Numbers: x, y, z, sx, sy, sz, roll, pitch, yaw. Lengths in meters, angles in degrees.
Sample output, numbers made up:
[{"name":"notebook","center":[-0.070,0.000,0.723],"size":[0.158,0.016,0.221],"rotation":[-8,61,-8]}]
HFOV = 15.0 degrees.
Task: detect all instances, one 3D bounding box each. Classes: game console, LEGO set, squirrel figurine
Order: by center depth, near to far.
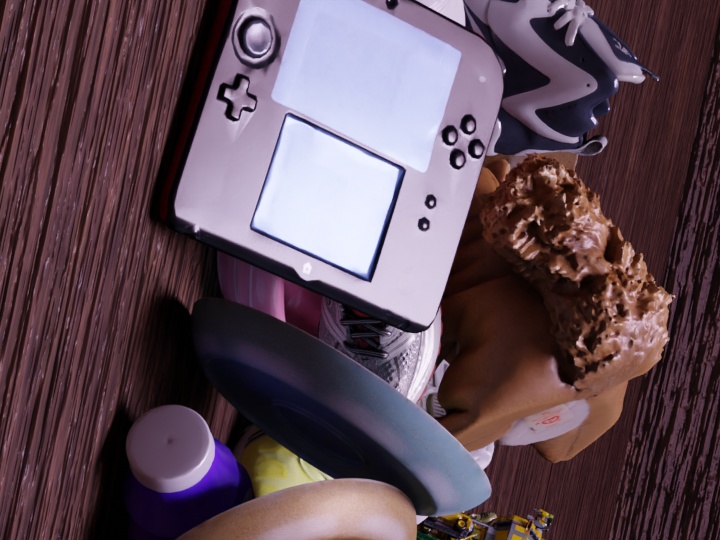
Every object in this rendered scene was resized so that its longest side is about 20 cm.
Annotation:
[{"name":"game console","center":[-0.011,-0.076,1.530],"size":[0.200,0.031,0.177],"rotation":[24,74,-36]},{"name":"squirrel figurine","center":[0.097,0.001,1.691],"size":[0.200,0.141,0.187],"rotation":[-42,-122,44]},{"name":"LEGO set","center":[0.067,0.197,2.081],"size":[0.200,0.154,0.116],"rotation":[99,11,-53]}]

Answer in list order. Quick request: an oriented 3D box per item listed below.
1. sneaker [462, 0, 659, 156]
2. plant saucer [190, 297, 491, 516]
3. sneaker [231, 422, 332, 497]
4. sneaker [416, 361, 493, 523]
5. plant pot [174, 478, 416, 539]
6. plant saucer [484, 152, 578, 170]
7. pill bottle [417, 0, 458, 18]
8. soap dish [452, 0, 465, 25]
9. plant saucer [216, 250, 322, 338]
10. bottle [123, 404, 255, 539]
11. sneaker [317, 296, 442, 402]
[{"name":"sneaker","center":[0.128,-0.160,1.697],"size":[0.079,0.129,0.199],"rotation":[-36,137,-72]},{"name":"plant saucer","center":[-0.018,0.084,1.550],"size":[0.027,0.200,0.200],"rotation":[-56,161,-14]},{"name":"sneaker","center":[-0.018,0.097,1.732],"size":[0.076,0.075,0.200],"rotation":[-35,-165,45]},{"name":"sneaker","center":[0.039,0.096,1.869],"size":[0.099,0.078,0.200],"rotation":[-54,-167,30]},{"name":"plant pot","center":[-0.054,0.187,1.539],"size":[0.200,0.200,0.028],"rotation":[79,-16,-60]},{"name":"plant saucer","center":[0.063,-0.053,1.869],"size":[0.035,0.200,0.200],"rotation":[39,55,-29]},{"name":"pill bottle","center":[0.016,-0.220,1.587],"size":[0.200,0.104,0.104],"rotation":[81,25,-57]},{"name":"soap dish","center":[0.043,-0.179,1.789],"size":[0.200,0.081,0.158],"rotation":[54,50,-72]},{"name":"plant saucer","center":[-0.038,-0.047,1.641],"size":[0.201,0.051,0.201],"rotation":[12,90,-77]},{"name":"bottle","center":[-0.094,0.143,1.550],"size":[0.200,0.065,0.084],"rotation":[81,24,-57]},{"name":"sneaker","center":[0.003,0.000,1.619],"size":[0.082,0.078,0.200],"rotation":[-5,101,-67]}]
